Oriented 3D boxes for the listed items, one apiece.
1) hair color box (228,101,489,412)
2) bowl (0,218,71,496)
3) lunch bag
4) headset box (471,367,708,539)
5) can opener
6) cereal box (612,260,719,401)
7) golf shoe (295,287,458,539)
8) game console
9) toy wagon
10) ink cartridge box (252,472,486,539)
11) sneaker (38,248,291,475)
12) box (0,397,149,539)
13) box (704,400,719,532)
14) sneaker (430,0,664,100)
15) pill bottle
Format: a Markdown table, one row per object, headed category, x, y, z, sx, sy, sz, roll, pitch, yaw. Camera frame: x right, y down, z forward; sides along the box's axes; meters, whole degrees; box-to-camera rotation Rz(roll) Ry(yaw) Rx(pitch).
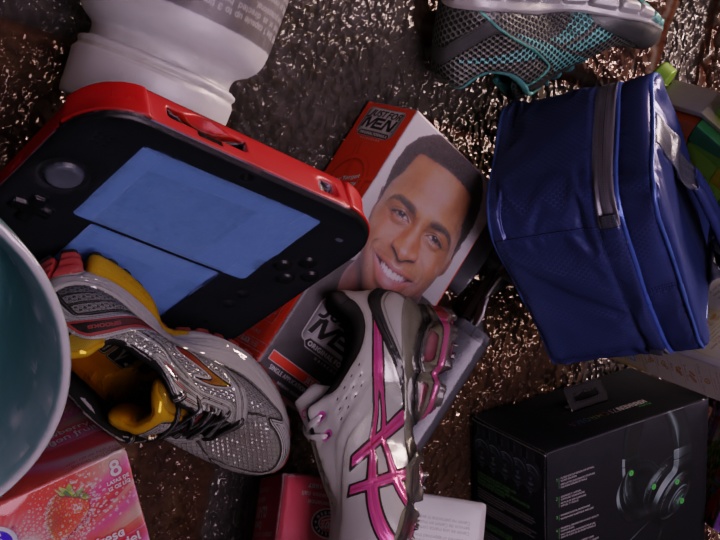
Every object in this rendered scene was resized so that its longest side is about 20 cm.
| category | x | y | z | sx | sy | sz | roll | pitch | yaw |
| --- | --- | --- | --- | --- | --- | --- | --- | --- | --- |
| hair color box | 0.000 | 0.000 | 0.875 | 0.101 | 0.061 | 0.201 | 37 | 80 | -34 |
| bowl | -0.248 | 0.024 | 0.662 | 0.198 | 0.105 | 0.204 | -6 | 118 | -12 |
| lunch bag | 0.182 | -0.027 | 0.911 | 0.201 | 0.131 | 0.137 | 56 | 36 | -42 |
| headset box | 0.180 | 0.187 | 1.027 | 0.172 | 0.092 | 0.203 | -13 | 109 | -31 |
| can opener | 0.057 | 0.044 | 0.943 | 0.066 | 0.053 | 0.201 | 34 | 82 | -3 |
| cereal box | 0.278 | 0.033 | 0.989 | 0.143 | 0.199 | 0.040 | -34 | 120 | -22 |
| golf shoe | -0.002 | 0.110 | 0.810 | 0.091 | 0.073 | 0.203 | 15 | 72 | -10 |
| game console | -0.112 | -0.020 | 0.743 | 0.198 | 0.176 | 0.031 | 23 | 44 | -36 |
| toy wagon | 0.261 | -0.082 | 0.942 | 0.155 | 0.200 | 0.040 | 44 | 80 | 12 |
| ink cartridge box | -0.006 | 0.245 | 0.862 | 0.143 | 0.083 | 0.203 | 12 | 76 | -16 |
| sneaker | -0.116 | 0.074 | 0.760 | 0.078 | 0.083 | 0.199 | -39 | 128 | 19 |
| box | -0.227 | 0.160 | 0.735 | 0.198 | 0.102 | 0.096 | -23 | 116 | -27 |
| box | 0.327 | 0.115 | 1.090 | 0.039 | 0.137 | 0.203 | 20 | 90 | 3 |
| sneaker | 0.126 | -0.164 | 0.924 | 0.198 | 0.078 | 0.092 | 1 | 117 | -31 |
| pill bottle | -0.090 | -0.177 | 0.735 | 0.113 | 0.113 | 0.203 | 21 | 89 | -36 |
